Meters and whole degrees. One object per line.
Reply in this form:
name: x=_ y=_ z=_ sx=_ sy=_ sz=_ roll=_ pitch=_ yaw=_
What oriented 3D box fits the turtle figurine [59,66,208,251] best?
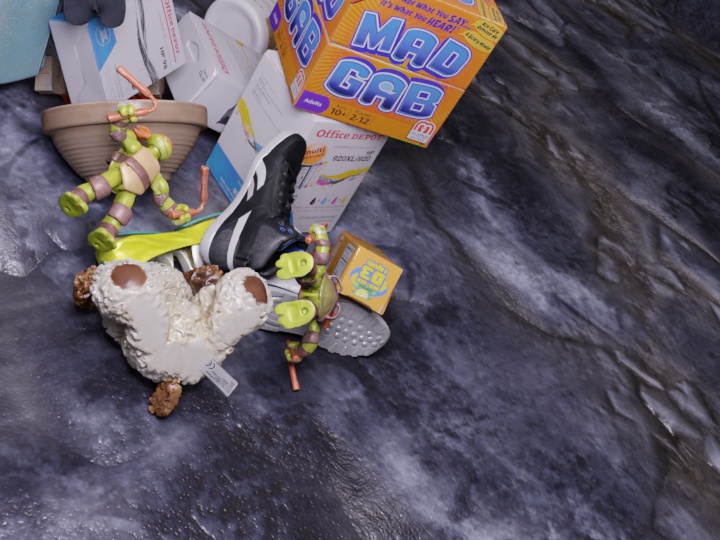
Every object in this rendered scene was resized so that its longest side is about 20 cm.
turtle figurine: x=-0.262 y=-0.111 z=1.308 sx=0.064 sy=0.200 sz=0.161 roll=9 pitch=47 yaw=38

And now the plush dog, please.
plush dog: x=-0.216 y=0.048 z=1.272 sx=0.200 sy=0.161 sz=0.172 roll=5 pitch=23 yaw=-30

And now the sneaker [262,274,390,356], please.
sneaker: x=-0.054 y=0.043 z=1.455 sx=0.200 sy=0.076 sz=0.081 roll=22 pitch=25 yaw=-20

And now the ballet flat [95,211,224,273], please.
ballet flat: x=-0.225 y=-0.021 z=1.407 sx=0.200 sy=0.067 sz=0.067 roll=-14 pitch=77 yaw=-45

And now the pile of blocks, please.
pile of blocks: x=-0.358 y=-0.241 z=1.583 sx=0.200 sy=0.082 sz=0.062 roll=4 pitch=85 yaw=-24

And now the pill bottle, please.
pill bottle: x=-0.151 y=-0.395 z=1.889 sx=0.114 sy=0.114 sz=0.200 roll=41 pitch=34 yaw=11

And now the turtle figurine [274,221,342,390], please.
turtle figurine: x=-0.055 y=0.039 z=1.321 sx=0.064 sy=0.200 sz=0.161 roll=12 pitch=-4 yaw=10

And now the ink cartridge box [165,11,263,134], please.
ink cartridge box: x=-0.178 y=-0.258 z=1.672 sx=0.200 sy=0.086 sz=0.148 roll=23 pitch=32 yaw=-46

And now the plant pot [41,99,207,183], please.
plant pot: x=-0.286 y=-0.152 z=1.445 sx=0.201 sy=0.201 sz=0.093 roll=-5 pitch=91 yaw=-44

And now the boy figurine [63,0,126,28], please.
boy figurine: x=-0.319 y=-0.352 z=1.416 sx=0.124 sy=0.065 sz=0.200 roll=2 pitch=33 yaw=-16

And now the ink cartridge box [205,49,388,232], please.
ink cartridge box: x=-0.081 y=-0.170 z=1.581 sx=0.147 sy=0.200 sz=0.145 roll=-3 pitch=48 yaw=-42

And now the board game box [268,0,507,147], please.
board game box: x=0.027 y=-0.315 z=1.493 sx=0.200 sy=0.200 sz=0.200 roll=14 pitch=39 yaw=-28

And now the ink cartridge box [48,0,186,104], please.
ink cartridge box: x=-0.293 y=-0.298 z=1.501 sx=0.067 sy=0.116 sz=0.200 roll=9 pitch=35 yaw=30

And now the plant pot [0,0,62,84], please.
plant pot: x=-0.475 y=-0.344 z=1.461 sx=0.200 sy=0.197 sz=0.196 roll=17 pitch=36 yaw=-17

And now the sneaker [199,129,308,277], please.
sneaker: x=-0.094 y=-0.071 z=1.413 sx=0.112 sy=0.073 sz=0.200 roll=23 pitch=71 yaw=28

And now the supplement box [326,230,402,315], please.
supplement box: x=0.000 y=0.000 z=1.478 sx=0.066 sy=0.069 sz=0.200 roll=28 pitch=5 yaw=-10
